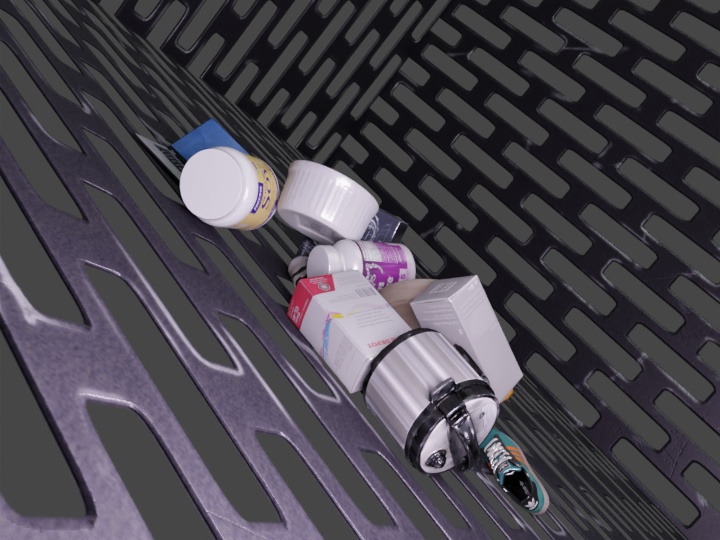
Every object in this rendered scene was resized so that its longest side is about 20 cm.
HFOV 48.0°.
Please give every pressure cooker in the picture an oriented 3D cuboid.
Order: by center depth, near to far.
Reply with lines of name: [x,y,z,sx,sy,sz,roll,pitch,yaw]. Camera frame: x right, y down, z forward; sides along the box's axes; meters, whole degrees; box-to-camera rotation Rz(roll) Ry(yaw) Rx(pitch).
pressure cooker: [0.117,0.214,1.246,0.173,0.181,0.200,10,28,-44]

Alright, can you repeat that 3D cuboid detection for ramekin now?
ramekin: [-0.070,-0.123,1.596,0.196,0.100,0.201,24,-12,5]

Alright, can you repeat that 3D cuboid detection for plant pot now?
plant pot: [0.119,0.137,1.468,0.199,0.196,0.178,32,51,-47]

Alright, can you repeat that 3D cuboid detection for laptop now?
laptop: [-0.334,-0.245,1.690,0.187,0.117,0.199,43,8,18]

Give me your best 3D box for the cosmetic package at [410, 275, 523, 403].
cosmetic package: [0.178,0.117,1.348,0.106,0.090,0.204,-11,-71,52]

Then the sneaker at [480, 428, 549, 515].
sneaker: [0.281,0.372,1.541,0.080,0.071,0.201,38,10,-48]

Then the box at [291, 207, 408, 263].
box: [-0.023,-0.055,1.750,0.179,0.204,0.104,28,6,12]

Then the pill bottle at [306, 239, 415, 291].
pill bottle: [0.000,0.000,1.538,0.196,0.114,0.113,2,31,-35]

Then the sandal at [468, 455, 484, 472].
sandal: [0.162,0.302,1.442,0.199,0.043,0.076,37,9,-33]

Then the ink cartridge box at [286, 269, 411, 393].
ink cartridge box: [-0.011,0.098,1.374,0.145,0.087,0.201,-7,45,-44]

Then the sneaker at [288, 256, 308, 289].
sneaker: [-0.055,0.039,1.638,0.195,0.075,0.080,17,23,-13]

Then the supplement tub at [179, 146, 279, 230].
supplement tub: [-0.246,-0.154,1.529,0.145,0.146,0.200,42,8,9]

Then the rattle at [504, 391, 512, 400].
rattle: [0.235,0.215,1.725,0.130,0.140,0.204,-89,154,-79]
